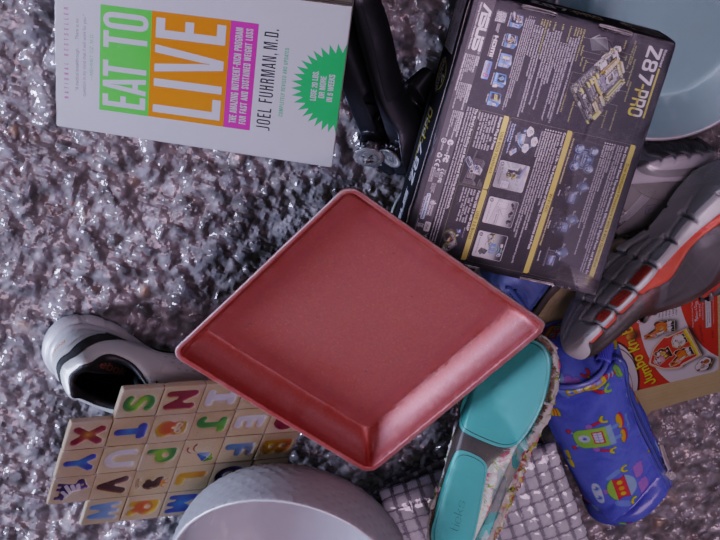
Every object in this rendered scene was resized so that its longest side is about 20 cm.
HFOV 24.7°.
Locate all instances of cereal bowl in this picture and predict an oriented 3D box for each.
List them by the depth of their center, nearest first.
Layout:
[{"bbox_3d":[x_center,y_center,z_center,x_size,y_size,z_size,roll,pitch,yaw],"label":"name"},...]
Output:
[{"bbox_3d":[-0.053,0.229,1.339,0.199,0.084,0.201,5,128,6],"label":"cereal bowl"}]

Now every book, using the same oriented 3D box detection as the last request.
[{"bbox_3d":[-0.109,-0.148,1.142,0.199,0.048,0.134,8,127,-1],"label":"book"}]

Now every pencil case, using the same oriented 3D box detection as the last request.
[{"bbox_3d":[0.200,0.127,1.357,0.086,0.078,0.200,-9,133,23],"label":"pencil case"}]

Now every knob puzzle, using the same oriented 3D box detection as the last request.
[{"bbox_3d":[0.219,0.047,1.369,0.218,0.031,0.221,-6,129,-8],"label":"knob puzzle"}]

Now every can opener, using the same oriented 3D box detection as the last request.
[{"bbox_3d":[0.010,-0.142,1.208,0.079,0.063,0.200,-65,147,-27],"label":"can opener"}]

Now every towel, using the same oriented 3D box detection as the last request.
[{"bbox_3d":[0.111,0.236,1.399,0.165,0.086,0.201,-21,111,4],"label":"towel"}]

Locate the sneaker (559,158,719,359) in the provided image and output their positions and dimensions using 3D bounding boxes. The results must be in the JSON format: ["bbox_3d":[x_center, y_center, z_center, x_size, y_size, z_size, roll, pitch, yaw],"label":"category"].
[{"bbox_3d":[0.243,0.007,1.271,0.200,0.077,0.082,-44,112,5],"label":"sneaker"}]

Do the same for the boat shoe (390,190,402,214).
[{"bbox_3d":[0.000,0.000,1.279,0.200,0.073,0.063,-40,118,5],"label":"boat shoe"}]

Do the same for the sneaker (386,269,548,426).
[{"bbox_3d":[0.089,0.051,1.311,0.200,0.077,0.076,-43,131,11],"label":"sneaker"}]

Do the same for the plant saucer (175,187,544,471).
[{"bbox_3d":[-0.001,0.040,1.218,0.199,0.037,0.200,34,120,-26],"label":"plant saucer"}]

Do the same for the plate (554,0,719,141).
[{"bbox_3d":[0.240,-0.200,1.283,0.199,0.026,0.201,-5,112,-12],"label":"plate"}]

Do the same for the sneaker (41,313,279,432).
[{"bbox_3d":[-0.149,0.096,1.280,0.199,0.080,0.074,14,106,-21],"label":"sneaker"}]

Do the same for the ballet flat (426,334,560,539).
[{"bbox_3d":[0.105,0.135,1.288,0.075,0.064,0.201,29,106,20],"label":"ballet flat"}]

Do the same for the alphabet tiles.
[{"bbox_3d":[-0.140,0.142,1.289,0.199,0.006,0.167,-2,136,-28],"label":"alphabet tiles"}]

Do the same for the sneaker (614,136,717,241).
[{"bbox_3d":[0.189,-0.053,1.302,0.199,0.075,0.083,-6,113,-11],"label":"sneaker"}]

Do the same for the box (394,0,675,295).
[{"bbox_3d":[0.124,-0.095,1.207,0.160,0.049,0.201,11,108,-11],"label":"box"}]
